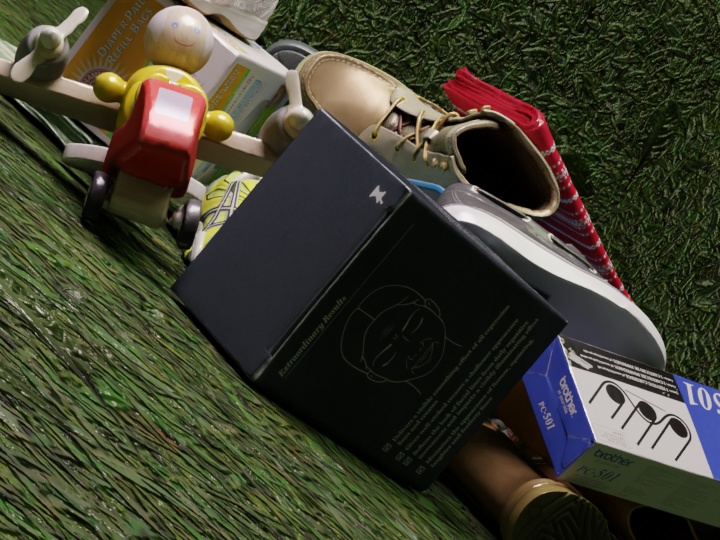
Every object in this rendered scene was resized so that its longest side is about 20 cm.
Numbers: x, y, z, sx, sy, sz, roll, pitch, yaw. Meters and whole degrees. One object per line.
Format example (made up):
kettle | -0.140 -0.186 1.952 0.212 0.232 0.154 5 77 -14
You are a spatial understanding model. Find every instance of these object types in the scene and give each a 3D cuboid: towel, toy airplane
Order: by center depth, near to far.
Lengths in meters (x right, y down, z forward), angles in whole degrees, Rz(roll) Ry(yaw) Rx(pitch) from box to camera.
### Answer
toy airplane | -0.128 -0.098 1.565 0.198 0.142 0.199 20 5 36
towel | -0.217 -0.116 1.794 0.152 0.023 0.200 42 5 13
towel | 0.139 -0.054 1.841 0.201 0.022 0.145 60 -11 -29

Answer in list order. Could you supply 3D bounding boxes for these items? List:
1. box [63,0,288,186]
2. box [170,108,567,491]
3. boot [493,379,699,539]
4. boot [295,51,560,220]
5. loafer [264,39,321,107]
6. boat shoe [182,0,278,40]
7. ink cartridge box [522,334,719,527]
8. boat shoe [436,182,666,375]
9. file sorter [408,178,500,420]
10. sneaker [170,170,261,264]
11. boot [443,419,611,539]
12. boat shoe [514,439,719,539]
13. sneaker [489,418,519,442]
box | -0.133 -0.133 1.775 0.101 0.113 0.200 39 5 9
box | 0.008 0.022 1.531 0.107 0.149 0.200 44 4 42
boot | 0.157 0.120 1.693 0.201 0.071 0.144 38 12 -34
boot | 0.047 -0.098 1.781 0.199 0.072 0.155 37 -9 -9
loafer | 0.009 -0.112 1.898 0.200 0.072 0.063 40 17 -3
boat shoe | -0.104 -0.219 1.716 0.071 0.069 0.200 41 8 17
ink cartridge box | 0.205 0.114 1.662 0.199 0.044 0.094 19 39 -36
boat shoe | 0.129 0.007 1.685 0.199 0.070 0.066 31 37 -13
file sorter | 0.061 0.023 1.791 0.138 0.124 0.200 14 -12 45
sneaker | -0.080 -0.025 1.720 0.075 0.076 0.200 41 5 -28
boot | 0.097 0.149 1.691 0.200 0.066 0.175 45 -4 43
boat shoe | 0.196 0.169 1.816 0.198 0.076 0.074 6 21 -1
sneaker | 0.128 0.075 2.069 0.108 0.067 0.202 48 -39 11
